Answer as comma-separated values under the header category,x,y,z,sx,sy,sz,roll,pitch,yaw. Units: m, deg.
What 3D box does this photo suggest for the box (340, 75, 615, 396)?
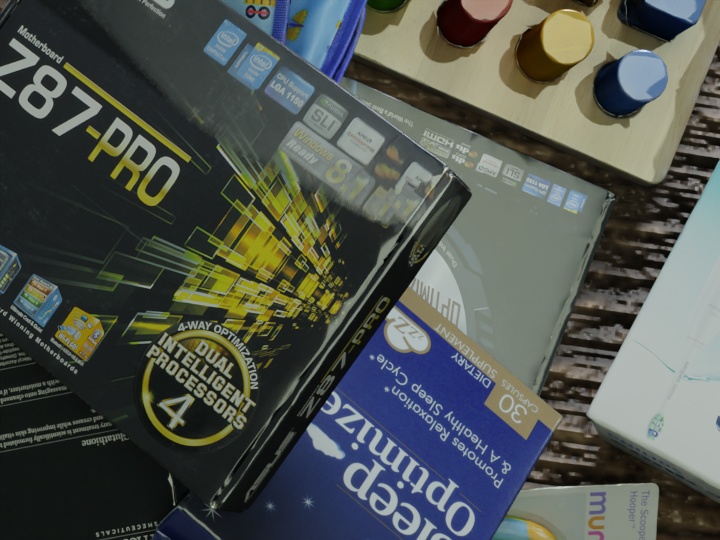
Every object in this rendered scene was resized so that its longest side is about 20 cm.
category,x,y,z,sx,sy,sz,roll,pitch,yaw
box,0.000,0.000,0.928,0.198,0.044,0.162,24,86,-4

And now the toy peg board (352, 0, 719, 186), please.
category,x,y,z,sx,sy,sz,roll,pitch,yaw
toy peg board,0.097,-0.172,0.919,0.197,0.098,0.202,23,86,-4

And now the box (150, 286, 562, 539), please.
category,x,y,z,sx,sy,sz,roll,pitch,yaw
box,-0.003,0.097,0.836,0.121,0.032,0.200,40,53,-5

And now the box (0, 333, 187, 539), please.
category,x,y,z,sx,sy,sz,roll,pitch,yaw
box,-0.172,0.072,0.868,0.198,0.079,0.143,-11,87,11

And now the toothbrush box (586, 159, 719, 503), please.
category,x,y,z,sx,sy,sz,roll,pitch,yaw
toothbrush box,0.216,0.020,0.909,0.145,0.085,0.201,26,84,17

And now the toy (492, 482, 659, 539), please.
category,x,y,z,sx,sy,sz,roll,pitch,yaw
toy,0.042,0.164,0.906,0.198,0.047,0.116,-2,115,-3

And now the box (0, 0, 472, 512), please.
category,x,y,z,sx,sy,sz,roll,pitch,yaw
box,-0.079,-0.026,0.787,0.199,0.049,0.162,38,90,16

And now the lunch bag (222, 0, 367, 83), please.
category,x,y,z,sx,sy,sz,roll,pitch,yaw
lunch bag,-0.067,-0.131,0.871,0.094,0.150,0.202,14,91,-49
